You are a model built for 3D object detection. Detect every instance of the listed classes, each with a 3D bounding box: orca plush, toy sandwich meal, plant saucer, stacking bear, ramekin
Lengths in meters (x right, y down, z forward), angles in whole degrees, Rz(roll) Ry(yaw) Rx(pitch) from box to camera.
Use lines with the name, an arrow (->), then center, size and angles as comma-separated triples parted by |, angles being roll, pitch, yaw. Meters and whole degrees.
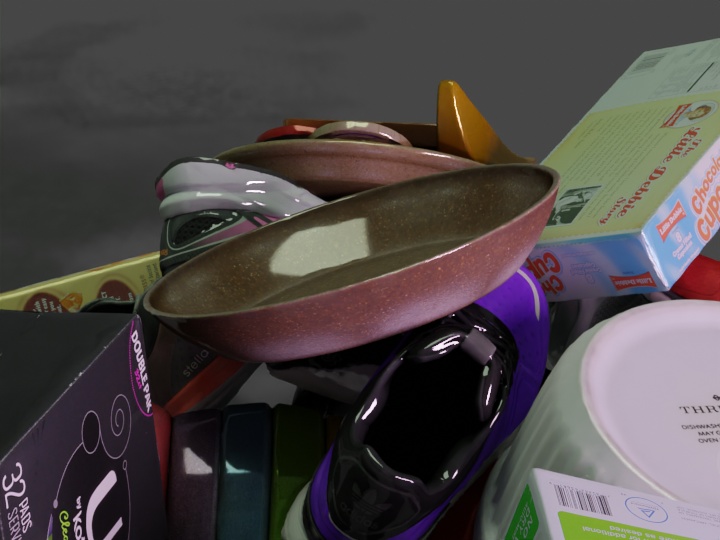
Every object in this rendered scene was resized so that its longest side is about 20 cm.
orca plush -> 0.058, 0.043, 1.244 | 0.199, 0.071, 0.105 | 19, 9, 3
toy sandwich meal -> 0.012, -0.059, 1.416 | 0.204, 0.071, 0.205 | 6, -13, 1
plant saucer -> 0.000, 0.000, 1.180 | 0.200, 0.037, 0.200 | -16, 12, 3
stacking bear -> -0.016, 0.119, 1.206 | 0.199, 0.122, 0.114 | 4, 32, -4
ramekin -> 0.157, 0.102, 1.123 | 0.199, 0.105, 0.200 | 11, 36, -8

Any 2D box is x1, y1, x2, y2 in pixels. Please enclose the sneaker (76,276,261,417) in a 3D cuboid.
sneaker -> -0.113, 0.045, 1.315 | 0.077, 0.082, 0.200 | -51, 9, -32

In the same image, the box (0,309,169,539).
box -> -0.161, 0.134, 1.070 | 0.124, 0.201, 0.149 | 2, 25, 19

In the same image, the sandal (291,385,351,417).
sandal -> -0.019, 0.037, 1.424 | 0.075, 0.045, 0.200 | -44, 16, 21

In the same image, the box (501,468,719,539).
box -> 0.153, 0.174, 0.954 | 0.199, 0.097, 0.177 | 14, 26, -14

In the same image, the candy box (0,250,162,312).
candy box -> -0.144, 0.027, 1.422 | 0.199, 0.056, 0.115 | -14, 0, -6

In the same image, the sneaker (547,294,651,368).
sneaker -> 0.109, 0.010, 1.372 | 0.075, 0.082, 0.200 | -42, -3, -3

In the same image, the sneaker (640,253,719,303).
sneaker -> 0.223, 0.007, 1.217 | 0.200, 0.085, 0.077 | 15, 6, 35

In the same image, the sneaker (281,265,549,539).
sneaker -> 0.043, 0.051, 1.145 | 0.069, 0.100, 0.200 | 31, 49, 4

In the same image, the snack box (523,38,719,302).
snack box -> 0.148, -0.054, 1.291 | 0.116, 0.037, 0.200 | -7, 29, 44

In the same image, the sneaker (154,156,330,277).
sneaker -> -0.016, 0.005, 1.351 | 0.199, 0.087, 0.080 | 10, -14, -12
